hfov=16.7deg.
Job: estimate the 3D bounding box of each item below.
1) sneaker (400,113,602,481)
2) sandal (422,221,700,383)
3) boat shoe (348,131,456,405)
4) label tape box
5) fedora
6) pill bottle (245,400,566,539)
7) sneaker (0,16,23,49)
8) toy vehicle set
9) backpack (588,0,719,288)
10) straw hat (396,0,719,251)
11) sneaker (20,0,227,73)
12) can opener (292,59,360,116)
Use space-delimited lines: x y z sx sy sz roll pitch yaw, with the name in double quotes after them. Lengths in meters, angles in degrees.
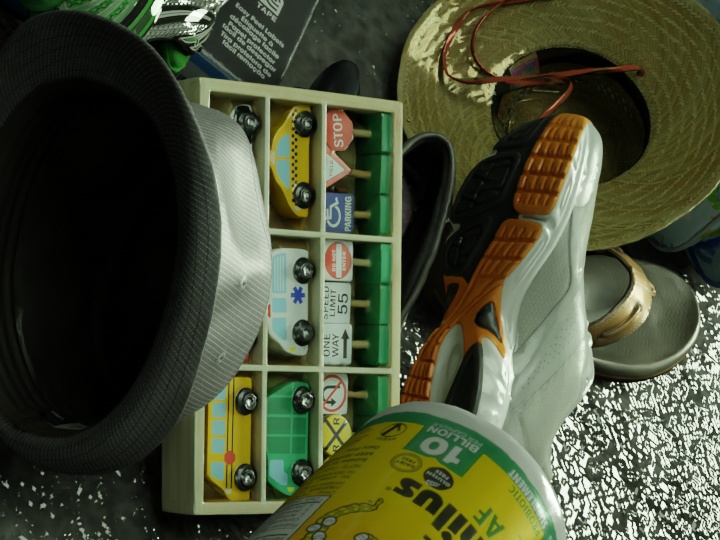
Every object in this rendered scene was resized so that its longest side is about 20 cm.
0.089 0.019 1.276 0.092 0.076 0.201 25 82 -38 "sneaker"
0.120 0.008 1.357 0.199 0.055 0.082 18 53 -34 "sandal"
0.000 0.000 1.251 0.067 0.057 0.200 39 44 -18 "boat shoe"
-0.090 -0.177 1.281 0.144 0.063 0.201 38 44 -18 "label tape box"
-0.099 -0.010 1.073 0.090 0.176 0.201 0 101 -47 "fedora"
-0.005 0.148 1.006 0.113 0.113 0.200 52 42 -2 "pill bottle"
-0.149 -0.088 1.164 0.199 0.070 0.076 6 59 -41 "sneaker"
-0.036 0.014 1.161 0.124 0.026 0.201 2 87 -40 "toy vehicle set"
0.226 -0.112 1.439 0.146 0.183 0.201 -1 56 -42 "backpack"
0.120 -0.077 1.380 0.200 0.085 0.202 -3 60 5 "straw hat"
-0.091 -0.145 1.173 0.200 0.078 0.086 -30 121 -44 "sneaker"
-0.059 -0.022 1.211 0.063 0.079 0.200 20 56 17 "can opener"
